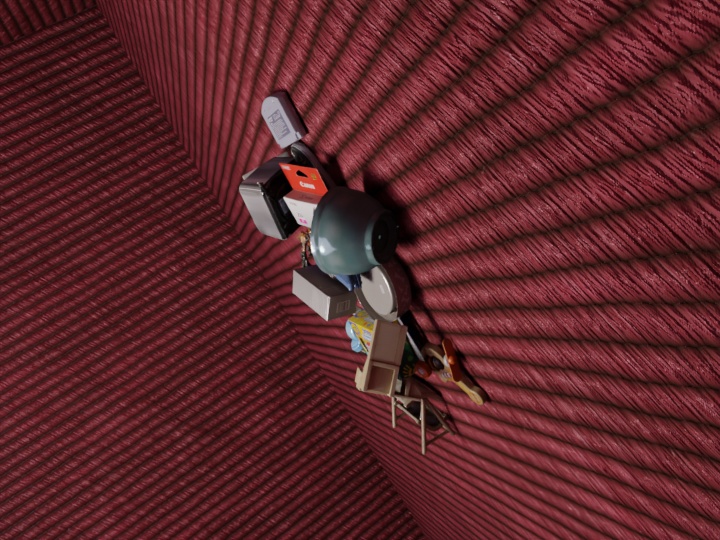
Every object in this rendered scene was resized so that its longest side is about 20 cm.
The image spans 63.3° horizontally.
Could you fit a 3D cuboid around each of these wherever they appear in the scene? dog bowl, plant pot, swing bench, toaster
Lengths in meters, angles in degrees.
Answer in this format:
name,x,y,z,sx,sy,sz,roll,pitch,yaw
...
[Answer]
name,x,y,z,sx,sy,sz,roll,pitch,yaw
dog bowl,0.054,0.038,1.476,0.200,0.058,0.201,40,143,39
plant pot,0.002,-0.080,1.290,0.133,0.201,0.201,10,138,31
swing bench,0.168,0.420,1.810,0.199,0.129,0.201,27,141,61
toaster,-0.227,-0.215,1.648,0.118,0.181,0.201,10,136,37

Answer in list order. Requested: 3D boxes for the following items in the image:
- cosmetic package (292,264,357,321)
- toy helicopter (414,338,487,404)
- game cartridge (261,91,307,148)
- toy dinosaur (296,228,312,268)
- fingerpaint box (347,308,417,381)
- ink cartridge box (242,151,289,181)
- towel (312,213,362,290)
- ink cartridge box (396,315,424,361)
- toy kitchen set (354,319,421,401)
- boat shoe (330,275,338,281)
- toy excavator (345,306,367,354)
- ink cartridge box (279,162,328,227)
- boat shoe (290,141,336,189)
name,x,y,z,sx,sy,sz,roll,pitch,yaw
cosmetic package,-0.106,0.060,1.703,0.200,0.106,0.091,35,129,42
toy helicopter,0.232,0.249,1.431,0.200,0.079,0.133,40,150,18
game cartridge,-0.208,-0.399,1.544,0.134,0.041,0.200,58,164,-15
toy dinosaur,-0.157,-0.087,1.932,0.200,0.101,0.137,-115,14,-67
fingerpaint box,0.063,0.206,1.656,0.168,0.073,0.200,62,162,-18
ink cartridge box,-0.255,-0.238,1.760,0.047,0.160,0.201,32,150,53
towel,-0.054,-0.051,1.438,0.112,0.048,0.201,39,155,50
ink cartridge box,0.114,0.167,1.642,0.200,0.040,0.200,58,163,-4
toy kitchen set,0.089,0.231,1.505,0.200,0.162,0.182,149,133,-82
boat shoe,-0.084,-0.063,1.681,0.060,0.073,0.201,107,144,-63
toy excavator,-0.005,0.144,1.816,0.199,0.195,0.100,32,169,-14
ink cartridge box,-0.137,-0.185,1.502,0.199,0.044,0.174,20,146,52
boat shoe,-0.133,-0.261,1.542,0.200,0.056,0.069,51,163,21
